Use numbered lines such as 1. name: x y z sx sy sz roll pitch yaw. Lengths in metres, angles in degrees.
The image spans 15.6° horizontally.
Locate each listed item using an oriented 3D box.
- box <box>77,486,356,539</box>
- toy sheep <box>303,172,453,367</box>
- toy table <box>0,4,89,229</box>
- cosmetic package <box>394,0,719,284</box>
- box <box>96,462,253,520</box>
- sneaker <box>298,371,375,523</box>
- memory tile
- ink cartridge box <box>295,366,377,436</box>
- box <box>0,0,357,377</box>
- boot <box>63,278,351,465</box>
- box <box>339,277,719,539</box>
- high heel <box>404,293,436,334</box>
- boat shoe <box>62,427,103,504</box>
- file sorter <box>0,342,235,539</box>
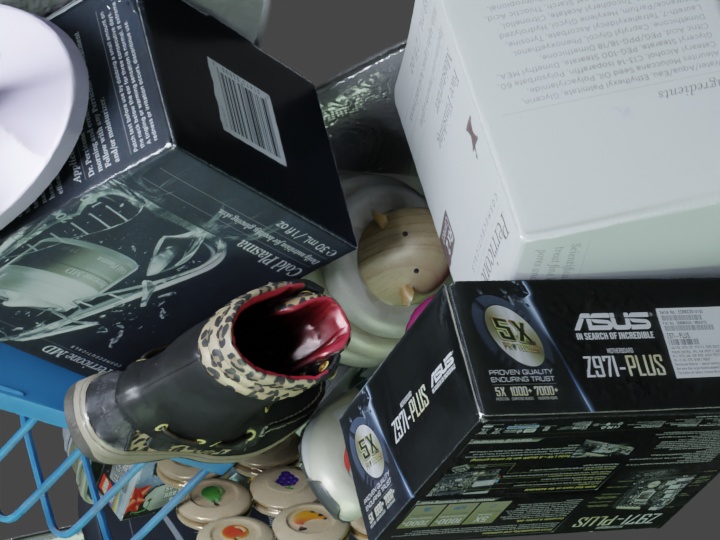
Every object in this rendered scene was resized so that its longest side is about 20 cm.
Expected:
1. box: -0.106 0.214 2.009 0.199 0.149 0.104 -9 153 -14
2. toy sheep: 0.000 0.000 1.684 0.137 0.139 0.200 0 166 -30
3. toy table: -0.250 -0.072 1.361 0.200 0.184 0.117 -37 165 13
4. cosmetic package: 0.129 -0.077 1.524 0.164 0.201 0.165 -11 153 -11
5. box: -0.078 0.098 1.838 0.199 0.040 0.137 -8 134 -39
6. sneaker: 0.037 0.084 1.670 0.093 0.070 0.200 -36 -178 38
7. memory tile: -0.024 0.137 1.707 0.199 0.153 0.017 -9 119 -15
8. ink cartridge box: 0.031 0.074 1.847 0.200 0.044 0.173 -50 143 8
9. box: -0.142 -0.048 1.512 0.196 0.125 0.200 -26 152 23
10. boot: -0.061 0.059 1.565 0.199 0.074 0.150 -2 160 -46
11. box: 0.113 0.081 1.494 0.199 0.087 0.164 -1 150 -25
12. high heel: 0.092 0.009 1.603 0.096 0.067 0.200 -51 174 25
13. boat shoe: -0.165 0.098 1.843 0.072 0.062 0.200 -7 152 -19
14. file sorter: -0.206 0.082 1.653 0.199 0.139 0.123 21 124 -40
